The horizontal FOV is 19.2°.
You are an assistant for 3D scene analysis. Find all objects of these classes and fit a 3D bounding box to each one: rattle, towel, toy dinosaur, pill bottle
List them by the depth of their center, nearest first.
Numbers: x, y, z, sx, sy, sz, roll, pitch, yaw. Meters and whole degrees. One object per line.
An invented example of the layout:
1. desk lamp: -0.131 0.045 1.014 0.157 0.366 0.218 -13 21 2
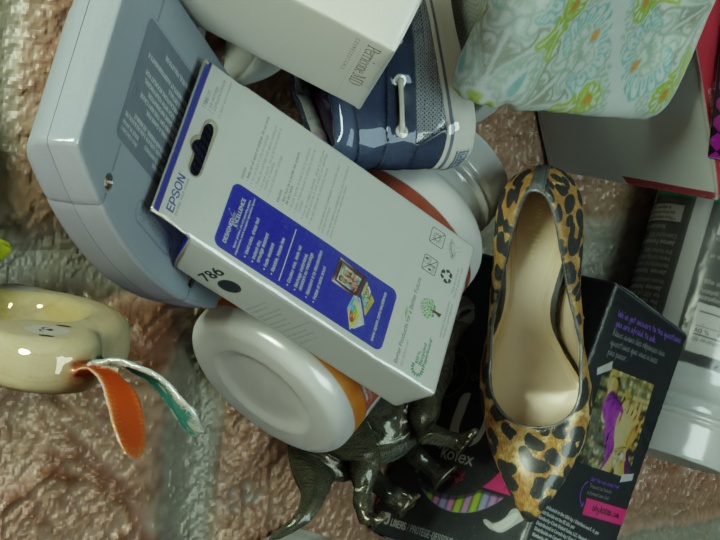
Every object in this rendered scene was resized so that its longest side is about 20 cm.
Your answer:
1. rattle: -0.148 -0.003 1.018 0.130 0.200 0.143 20 87 -34
2. towel: 0.146 -0.170 1.222 0.200 0.048 0.172 0 116 -53
3. pill bottle: 0.000 0.000 1.253 0.200 0.112 0.112 -51 132 -27
4. toy dinosaur: 0.004 0.100 1.314 0.200 0.102 0.077 -39 165 -20
5. pill bottle: 0.244 0.037 1.530 0.113 0.113 0.201 24 82 -48

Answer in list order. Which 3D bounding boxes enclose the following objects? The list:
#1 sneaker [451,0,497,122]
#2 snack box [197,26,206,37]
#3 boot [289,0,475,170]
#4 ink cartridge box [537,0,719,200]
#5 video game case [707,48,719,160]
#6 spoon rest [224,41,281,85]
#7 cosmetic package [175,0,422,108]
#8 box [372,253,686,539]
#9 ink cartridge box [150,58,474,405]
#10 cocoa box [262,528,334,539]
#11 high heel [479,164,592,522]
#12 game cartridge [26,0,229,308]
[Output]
1. sneaker: 0.080 -0.180 1.294 0.115 0.073 0.201 9 70 -50
2. snack box: -0.109 -0.162 1.159 0.072 0.024 0.201 18 86 -51
3. boot: 0.000 -0.151 1.217 0.090 0.073 0.201 -5 70 -28
4. ink cartridge box: 0.228 -0.164 1.439 0.200 0.145 0.145 -37 125 -36
5. video game case: 0.304 -0.158 1.388 0.200 0.036 0.182 -1 101 -48
6. spoon rest: -0.043 -0.196 1.190 0.060 0.099 0.201 22 69 -16
7. cosmetic package: -0.062 -0.173 1.071 0.199 0.108 0.085 28 74 -2
8. box: 0.112 0.105 1.392 0.106 0.122 0.201 32 75 -48
9. ink cartridge box: -0.030 -0.018 1.134 0.200 0.039 0.100 35 57 -28
10. cocoa box: -0.032 0.279 1.268 0.131 0.133 0.201 -25 117 -41
11. high heel: 0.100 0.042 1.261 0.143 0.071 0.201 56 38 -73
12. game cartridge: -0.109 -0.063 1.094 0.200 0.040 0.134 57 40 -60
